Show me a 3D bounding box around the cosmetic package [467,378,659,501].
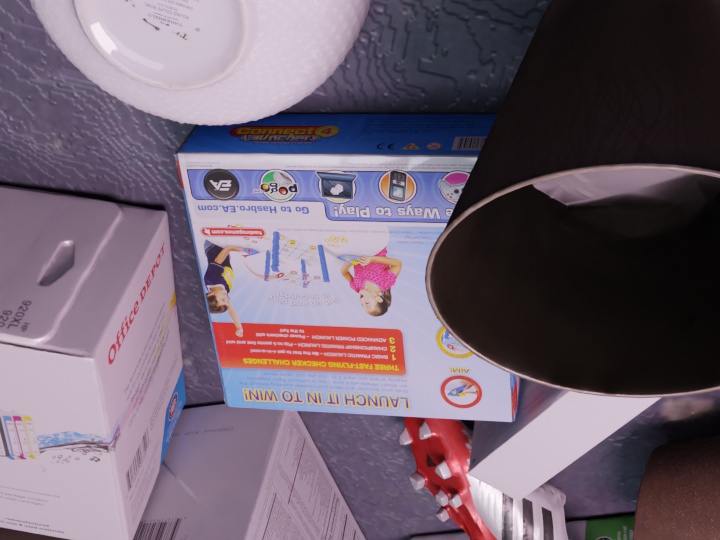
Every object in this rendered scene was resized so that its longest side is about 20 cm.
[{"bbox_3d":[0.150,0.067,0.761,0.051,0.083,0.200,31,131,-14],"label":"cosmetic package"}]

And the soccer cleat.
[{"bbox_3d":[0.104,0.168,0.860,0.200,0.085,0.069,56,153,5],"label":"soccer cleat"}]

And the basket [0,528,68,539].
[{"bbox_3d":[-0.267,0.268,1.001,0.200,0.136,0.180,-8,128,16],"label":"basket"}]

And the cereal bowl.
[{"bbox_3d":[-0.096,-0.158,0.624,0.200,0.083,0.200,8,132,8],"label":"cereal bowl"}]

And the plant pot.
[{"bbox_3d":[0.294,0.180,0.781,0.200,0.187,0.187,6,133,28],"label":"plant pot"}]

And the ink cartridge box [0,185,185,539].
[{"bbox_3d":[-0.214,0.065,0.805,0.145,0.147,0.200,9,132,6],"label":"ink cartridge box"}]

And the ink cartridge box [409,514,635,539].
[{"bbox_3d":[0.131,0.281,0.912,0.200,0.147,0.083,-10,128,23],"label":"ink cartridge box"}]

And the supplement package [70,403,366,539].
[{"bbox_3d":[-0.103,0.228,0.918,0.152,0.151,0.200,-9,128,20],"label":"supplement package"}]

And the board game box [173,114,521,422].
[{"bbox_3d":[0.000,0.000,0.740,0.200,0.056,0.196,2,124,12],"label":"board game box"}]

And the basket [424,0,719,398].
[{"bbox_3d":[0.136,-0.056,0.577,0.180,0.200,0.136,0,131,15],"label":"basket"}]
